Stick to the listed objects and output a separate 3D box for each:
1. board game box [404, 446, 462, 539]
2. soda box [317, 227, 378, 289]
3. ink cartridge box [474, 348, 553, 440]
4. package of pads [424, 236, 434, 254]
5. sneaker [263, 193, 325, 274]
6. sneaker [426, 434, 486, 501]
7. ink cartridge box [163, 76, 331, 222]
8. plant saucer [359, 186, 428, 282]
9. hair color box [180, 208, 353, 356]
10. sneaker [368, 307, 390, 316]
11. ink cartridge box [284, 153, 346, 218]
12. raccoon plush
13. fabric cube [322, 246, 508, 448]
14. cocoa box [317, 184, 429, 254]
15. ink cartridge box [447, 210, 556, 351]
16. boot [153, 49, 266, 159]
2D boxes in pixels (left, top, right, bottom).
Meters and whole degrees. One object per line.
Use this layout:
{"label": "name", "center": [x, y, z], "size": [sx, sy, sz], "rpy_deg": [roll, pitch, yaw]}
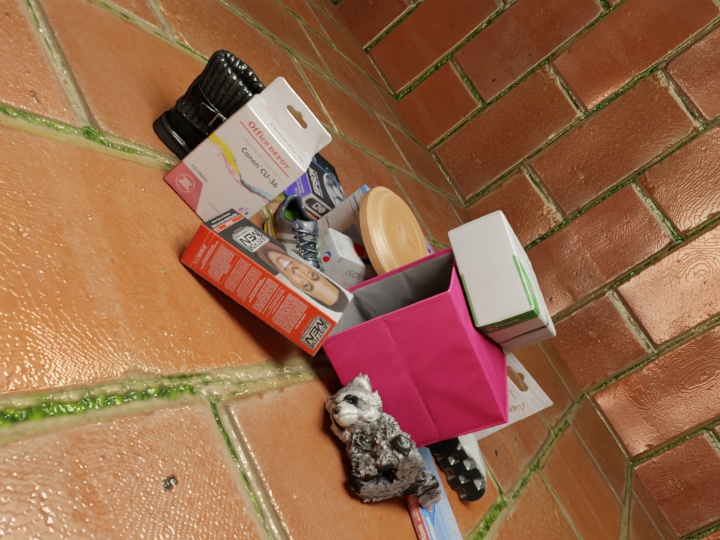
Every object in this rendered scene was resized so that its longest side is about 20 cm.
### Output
{"label": "board game box", "center": [0.100, 0.340, 0.877], "size": [0.103, 0.019, 0.201], "rpy_deg": [35, 27, -47]}
{"label": "soda box", "center": [0.000, 0.000, 1.050], "size": [0.199, 0.068, 0.064], "rpy_deg": [23, 35, -45]}
{"label": "ink cartridge box", "center": [0.196, 0.207, 1.049], "size": [0.163, 0.200, 0.057], "rpy_deg": [48, 20, -18]}
{"label": "package of pads", "center": [0.111, -0.048, 1.468], "size": [0.121, 0.075, 0.200], "rpy_deg": [58, 19, 7]}
{"label": "sneaker", "center": [-0.091, -0.032, 0.925], "size": [0.073, 0.081, 0.201], "rpy_deg": [-6, 53, -33]}
{"label": "sneaker", "center": [0.150, 0.276, 1.032], "size": [0.201, 0.074, 0.088], "rpy_deg": [66, 20, 1]}
{"label": "ink cartridge box", "center": [-0.148, -0.150, 0.829], "size": [0.117, 0.200, 0.068], "rpy_deg": [48, 20, -18]}
{"label": "plant saucer", "center": [0.066, -0.050, 1.053], "size": [0.200, 0.032, 0.201], "rpy_deg": [39, 41, -44]}
{"label": "hair color box", "center": [-0.113, 0.011, 0.776], "size": [0.200, 0.061, 0.102], "rpy_deg": [36, 20, -2]}
{"label": "sneaker", "center": [0.082, 0.087, 1.043], "size": [0.199, 0.081, 0.086], "rpy_deg": [17, 34, 5]}
{"label": "ink cartridge box", "center": [-0.103, -0.189, 1.248], "size": [0.200, 0.043, 0.199], "rpy_deg": [33, 29, -45]}
{"label": "raccoon plush", "center": [0.023, 0.232, 0.816], "size": [0.134, 0.096, 0.200], "rpy_deg": [60, -2, 45]}
{"label": "fabric cube", "center": [0.085, 0.112, 0.892], "size": [0.200, 0.199, 0.196], "rpy_deg": [64, 18, -14]}
{"label": "cocoa box", "center": [0.032, -0.042, 1.184], "size": [0.200, 0.131, 0.134], "rpy_deg": [32, 29, -48]}
{"label": "ink cartridge box", "center": [0.208, 0.024, 0.890], "size": [0.200, 0.083, 0.147], "rpy_deg": [34, 38, -59]}
{"label": "boot", "center": [-0.177, -0.196, 0.903], "size": [0.211, 0.157, 0.080], "rpy_deg": [42, 22, -32]}
